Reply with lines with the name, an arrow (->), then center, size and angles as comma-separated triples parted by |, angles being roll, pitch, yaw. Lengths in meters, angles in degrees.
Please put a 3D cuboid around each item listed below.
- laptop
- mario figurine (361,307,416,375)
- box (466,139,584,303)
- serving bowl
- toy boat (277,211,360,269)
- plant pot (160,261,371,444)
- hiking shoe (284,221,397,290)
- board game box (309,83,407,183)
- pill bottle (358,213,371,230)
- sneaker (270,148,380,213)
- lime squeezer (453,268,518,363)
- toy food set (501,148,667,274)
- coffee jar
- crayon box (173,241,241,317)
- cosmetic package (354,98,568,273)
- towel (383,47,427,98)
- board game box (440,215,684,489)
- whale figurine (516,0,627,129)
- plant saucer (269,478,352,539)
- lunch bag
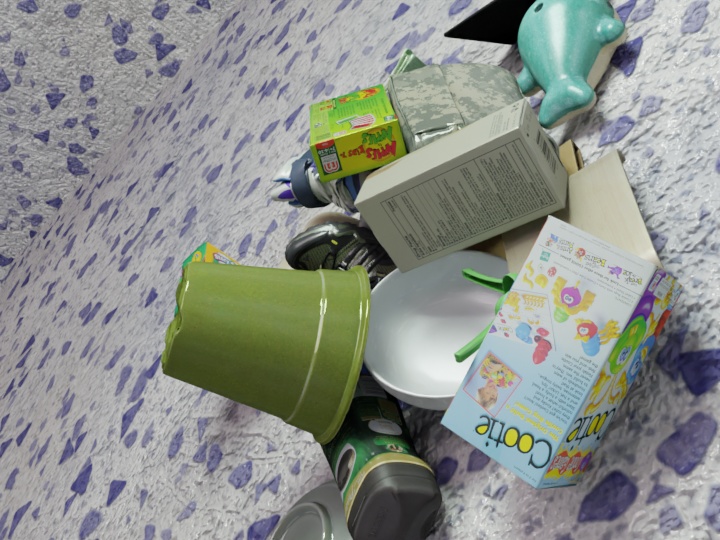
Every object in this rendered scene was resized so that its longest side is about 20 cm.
laptop -> 0.240, -0.402, 1.190 | 0.187, 0.199, 0.117 | -18, 77, 59
mario figurine -> -0.005, 0.107, 1.044 | 0.199, 0.106, 0.124 | -20, 43, 44
box -> 0.182, -0.046, 1.009 | 0.200, 0.021, 0.164 | -35, 34, 32
serving bowl -> 0.098, 0.071, 0.917 | 0.199, 0.066, 0.201 | -9, 45, 9
toy boat -> -0.044, 0.023, 1.196 | 0.131, 0.130, 0.200 | 98, -162, -47
plant pot -> -0.110, 0.071, 0.928 | 0.200, 0.189, 0.201 | -166, 90, -75
hiking shoe -> 0.000, 0.000, 1.083 | 0.076, 0.199, 0.101 | 90, -175, -52
board game box -> -0.007, -0.169, 1.033 | 0.101, 0.048, 0.200 | -16, 23, 3
pill bottle -> 0.057, -0.118, 1.183 | 0.111, 0.111, 0.201 | -34, 35, 33
sneaker -> -0.042, -0.101, 1.078 | 0.146, 0.081, 0.200 | -23, 29, 8
lime squeezer -> 0.127, 0.029, 0.804 | 0.200, 0.070, 0.038 | -69, -18, -66
toy food set -> 0.224, -0.019, 0.864 | 0.143, 0.060, 0.201 | -31, 38, 25
coffee jar -> 0.016, 0.205, 0.915 | 0.200, 0.085, 0.105 | -117, 43, -59
crayon box -> -0.167, 0.061, 1.237 | 0.058, 0.200, 0.119 | -39, 32, 25
cosmetic package -> 0.105, -0.085, 0.905 | 0.199, 0.105, 0.071 | -21, 26, 29
towel -> 0.045, -0.211, 1.270 | 0.200, 0.152, 0.023 | -52, 54, 7
board game box -> 0.175, 0.073, 0.741 | 0.105, 0.103, 0.201 | 31, 97, 33
whale figurine -> 0.248, -0.268, 1.060 | 0.159, 0.104, 0.201 | -25, 38, 42
plant saucer -> -0.057, 0.317, 0.957 | 0.200, 0.050, 0.201 | -38, 32, 29
lunch bag -> 0.134, -0.160, 1.031 | 0.167, 0.140, 0.200 | -15, 39, 3
